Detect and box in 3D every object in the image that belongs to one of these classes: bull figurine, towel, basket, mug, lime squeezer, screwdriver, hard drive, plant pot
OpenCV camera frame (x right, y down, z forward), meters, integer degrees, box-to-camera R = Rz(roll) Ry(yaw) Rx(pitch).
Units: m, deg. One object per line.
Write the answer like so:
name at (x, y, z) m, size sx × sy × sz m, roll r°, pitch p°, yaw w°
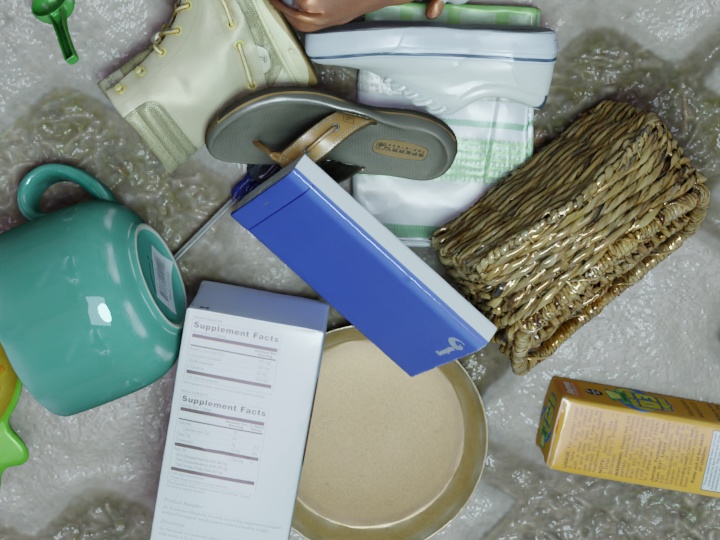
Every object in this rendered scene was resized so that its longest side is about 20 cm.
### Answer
bull figurine at (0.000, -0.236, 1.492) m, size 0.121 × 0.199 × 0.065 m, roll 43°, pitch 131°, yaw 24°
towel at (0.069, -0.115, 1.574) m, size 0.148 × 0.031 × 0.202 m, roll 2°, pitch 103°, yaw -5°
basket at (0.182, -0.014, 1.527) m, size 0.200 × 0.143 × 0.149 m, roll -37°, pitch 109°, yaw -7°
mug at (-0.209, 0.009, 1.515) m, size 0.114 × 0.152 × 0.186 m, roll -20°, pitch 102°, yaw 14°
lime squeezer at (-0.259, -0.231, 1.511) m, size 0.038 × 0.071 × 0.201 m, roll -37°, pitch 73°, yaw 22°
screwdriver at (-0.113, -0.048, 1.584) m, size 0.028 × 0.029 × 0.200 m, roll 44°, pitch 102°, yaw -12°
hard drive at (0.000, 0.000, 1.524) m, size 0.200 × 0.132 × 0.025 m, roll 42°, pitch 64°, yaw -10°
plant pot at (0.007, 0.139, 1.631) m, size 0.198 × 0.027 × 0.202 m, roll -1°, pitch 103°, yaw -3°

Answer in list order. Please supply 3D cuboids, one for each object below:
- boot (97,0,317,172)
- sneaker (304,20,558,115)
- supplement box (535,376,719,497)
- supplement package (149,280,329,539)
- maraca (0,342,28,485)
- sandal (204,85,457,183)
boot at (-0.145, -0.193, 1.523) m, size 0.155 × 0.073 × 0.201 m, roll -31°, pitch 108°, yaw 4°
sneaker at (0.055, -0.156, 1.518) m, size 0.198 × 0.073 × 0.071 m, roll 3°, pitch 102°, yaw -1°
supplement box at (0.251, 0.142, 1.627) m, size 0.198 × 0.067 × 0.069 m, roll 8°, pitch 103°, yaw -6°
supplement package at (-0.095, 0.123, 1.550) m, size 0.109 × 0.114 × 0.202 m, roll 10°, pitch 102°, yaw -1°
maraca at (-0.333, 0.090, 1.557) m, size 0.136 × 0.107 × 0.202 m, roll -9°, pitch 104°, yaw -3°
sandal at (-0.021, -0.093, 1.521) m, size 0.198 × 0.055 × 0.082 m, roll 10°, pitch 138°, yaw -12°
